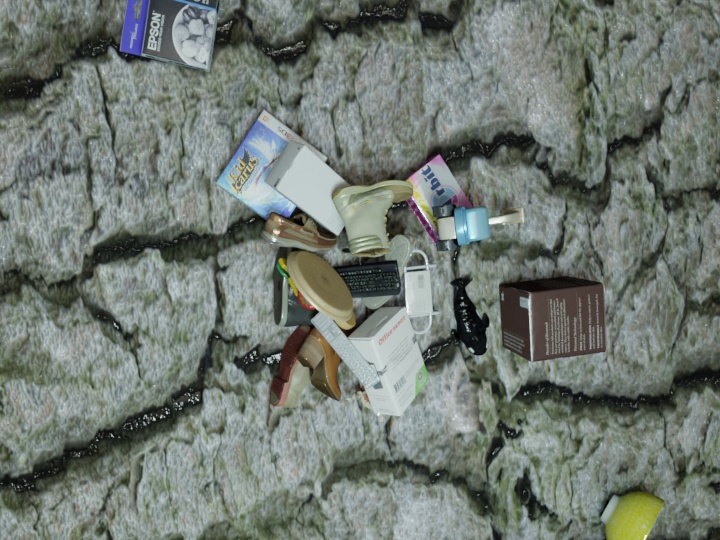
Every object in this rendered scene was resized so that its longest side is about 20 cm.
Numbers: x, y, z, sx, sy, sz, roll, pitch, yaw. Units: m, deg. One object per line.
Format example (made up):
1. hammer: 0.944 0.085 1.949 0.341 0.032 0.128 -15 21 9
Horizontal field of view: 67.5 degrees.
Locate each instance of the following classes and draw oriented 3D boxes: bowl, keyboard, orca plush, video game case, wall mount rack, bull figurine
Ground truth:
1. bowl: 0.703 0.661 1.426 0.107 0.199 0.203 29 89 32
2. keyboard: -0.033 0.175 1.194 0.201 0.056 0.011 50 47 2
3. orca plush: 0.282 0.120 1.335 0.103 0.071 0.205 -5 96 -9
4. video game case: -0.202 -0.228 1.235 0.180 0.045 0.202 34 89 -10
5. wall mount rack: 0.103 0.052 1.302 0.170 0.074 0.205 -5 95 -12
6. bull figurine: 0.019 0.266 1.294 0.120 0.064 0.205 -1 87 -52
7. keyboard: 0.000 0.000 1.239 0.197 0.020 0.130 -6 98 33

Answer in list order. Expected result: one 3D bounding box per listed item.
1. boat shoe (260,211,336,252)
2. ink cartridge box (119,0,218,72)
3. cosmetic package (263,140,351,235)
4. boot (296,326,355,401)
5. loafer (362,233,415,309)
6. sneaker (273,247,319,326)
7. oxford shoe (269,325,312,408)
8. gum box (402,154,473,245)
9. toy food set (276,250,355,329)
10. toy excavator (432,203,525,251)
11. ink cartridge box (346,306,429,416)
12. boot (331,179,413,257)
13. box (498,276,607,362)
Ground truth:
1. boat shoe: -0.127 -0.088 1.202 0.198 0.075 0.073 5 107 -46
2. ink cartridge box: -0.413 -0.557 1.172 0.196 0.043 0.203 9 94 -9
3. cosmetic package: -0.102 -0.181 1.199 0.199 0.081 0.114 38 87 -37
4. boot: -0.064 0.201 1.287 0.156 0.076 0.202 -51 127 -31
5. loafer: 0.072 0.004 1.242 0.072 0.063 0.202 39 120 20
6. sneaker: -0.144 0.030 1.264 0.104 0.074 0.205 6 85 -31
7. oxford shoe: -0.150 0.228 1.283 0.074 0.070 0.203 23 89 -38
8. gum box: 0.191 -0.159 1.298 0.113 0.066 0.201 -36 100 -6
9. toy food set: -0.090 0.036 1.177 0.049 0.199 0.200 -42 59 20
10. toy excavator: 0.274 -0.108 1.226 0.196 0.194 0.102 -5 96 16
11. ink cartridge box: 0.067 0.205 1.243 0.145 0.083 0.203 -38 115 -44
12. boot: 0.046 -0.113 1.182 0.196 0.072 0.157 -11 74 -25
13. box: 0.467 0.113 1.319 0.196 0.166 0.168 -6 97 -9
